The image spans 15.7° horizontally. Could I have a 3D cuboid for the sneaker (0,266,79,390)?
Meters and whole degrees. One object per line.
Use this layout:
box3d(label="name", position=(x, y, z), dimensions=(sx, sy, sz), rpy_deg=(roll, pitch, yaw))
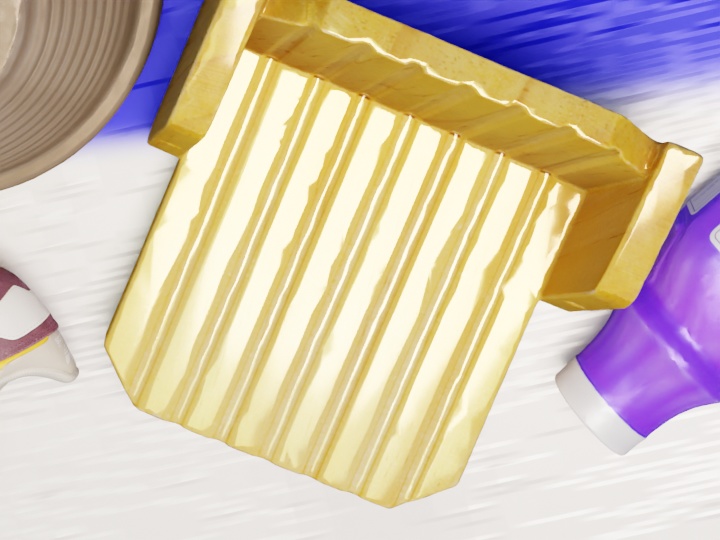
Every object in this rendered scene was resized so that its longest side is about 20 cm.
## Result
box3d(label="sneaker", position=(-0.216, 0.077, 1.137), dimensions=(0.200, 0.075, 0.090), rpy_deg=(-40, 98, 12))

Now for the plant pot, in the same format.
box3d(label="plant pot", position=(-0.181, -0.118, 1.067), dimensions=(0.200, 0.093, 0.201), rpy_deg=(0, 107, -1))

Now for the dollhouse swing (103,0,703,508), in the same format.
box3d(label="dollhouse swing", position=(0.000, 0.000, 1.074), dimensions=(0.200, 0.182, 0.176), rpy_deg=(23, 86, -8))

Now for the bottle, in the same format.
box3d(label="bottle", position=(0.172, -0.001, 1.120), dimensions=(0.200, 0.065, 0.084), rpy_deg=(-42, 103, 12))
